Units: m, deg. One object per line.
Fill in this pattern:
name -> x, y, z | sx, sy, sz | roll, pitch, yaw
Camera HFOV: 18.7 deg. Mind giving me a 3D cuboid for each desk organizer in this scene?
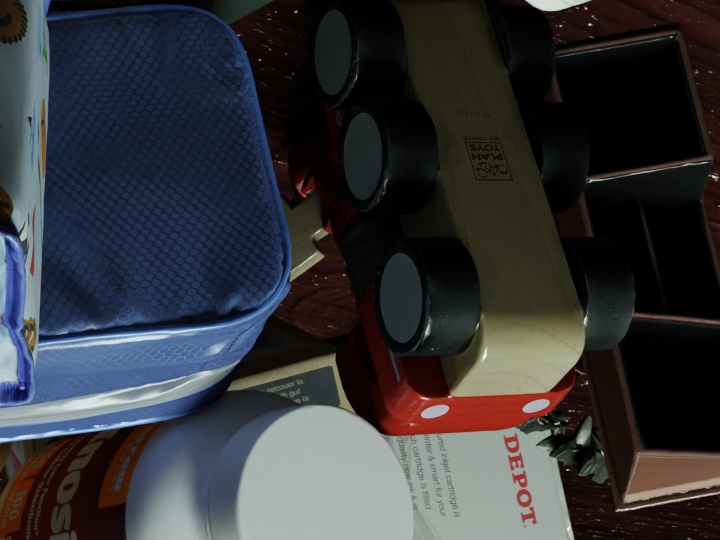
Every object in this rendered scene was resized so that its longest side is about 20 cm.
desk organizer -> 0.132, -0.002, 0.995 | 0.071, 0.201, 0.077 | -10, 158, -3

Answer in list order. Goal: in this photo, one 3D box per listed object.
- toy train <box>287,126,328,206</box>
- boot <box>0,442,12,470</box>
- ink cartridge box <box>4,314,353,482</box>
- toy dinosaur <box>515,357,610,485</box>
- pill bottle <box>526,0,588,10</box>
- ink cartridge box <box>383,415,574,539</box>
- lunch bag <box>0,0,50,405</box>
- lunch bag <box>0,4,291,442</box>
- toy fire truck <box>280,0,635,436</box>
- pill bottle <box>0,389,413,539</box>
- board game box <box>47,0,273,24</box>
toy train -> -0.010, -0.045, 1.018 | 0.199, 0.034, 0.046 | -26, 144, 16
boot -> -0.205, 0.032, 0.985 | 0.201, 0.071, 0.144 | -33, 124, 32
ink cartridge box -> -0.100, 0.082, 1.141 | 0.164, 0.076, 0.200 | -14, -172, -14
toy dinosaur -> 0.139, 0.043, 1.226 | 0.199, 0.136, 0.102 | 31, -179, -21
pill bottle -> 0.129, -0.165, 0.684 | 0.199, 0.114, 0.113 | -18, 159, 19
ink cartridge box -> 0.020, 0.120, 1.328 | 0.198, 0.146, 0.084 | -14, 167, 6
lunch bag -> -0.200, -0.054, 0.691 | 0.198, 0.171, 0.124 | 1, 146, -4
lunch bag -> -0.121, -0.013, 0.841 | 0.198, 0.137, 0.132 | -5, 160, -19
toy fire truck -> 0.000, 0.000, 0.933 | 0.128, 0.177, 0.200 | -2, 150, -26
pill bottle -> -0.069, 0.112, 0.932 | 0.112, 0.114, 0.200 | 4, 166, -35
board game box -> -0.081, -0.124, 0.801 | 0.199, 0.028, 0.135 | -23, 156, 31
